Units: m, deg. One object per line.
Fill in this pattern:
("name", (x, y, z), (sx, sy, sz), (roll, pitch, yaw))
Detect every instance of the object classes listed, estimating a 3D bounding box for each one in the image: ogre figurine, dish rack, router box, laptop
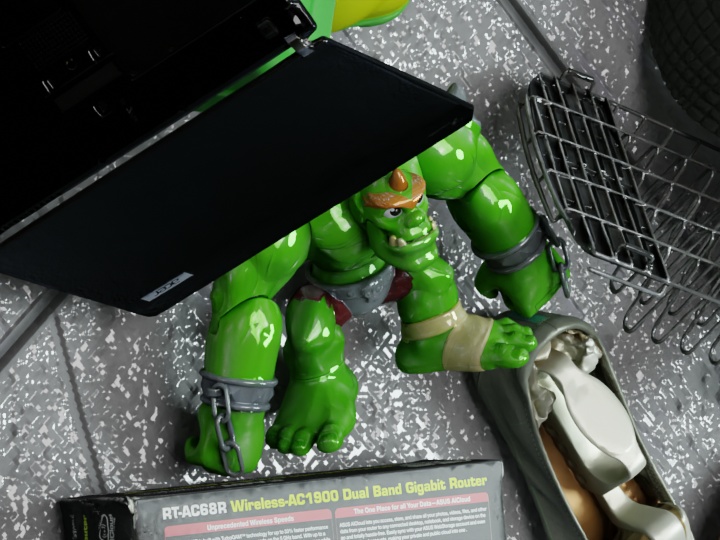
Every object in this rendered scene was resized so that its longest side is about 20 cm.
("ogre figurine", (0.000, 0.000, 1.290), (0.200, 0.098, 0.120), (-20, 113, -10))
("dish rack", (0.154, -0.012, 1.388), (0.200, 0.055, 0.154), (21, 32, -26))
("router box", (-0.026, 0.162, 1.269), (0.200, 0.062, 0.150), (-2, 88, -37))
("laptop", (-0.087, -0.084, 1.153), (0.200, 0.177, 0.103), (55, 24, -10))

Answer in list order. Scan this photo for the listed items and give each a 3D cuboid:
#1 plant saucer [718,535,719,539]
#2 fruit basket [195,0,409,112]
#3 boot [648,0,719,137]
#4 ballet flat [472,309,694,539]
("plant saucer", (0.248, 0.179, 1.476), (0.200, 0.037, 0.201), (4, 84, -42))
("fruit basket", (-0.056, -0.160, 1.258), (0.216, 0.155, 0.216), (6, 90, -78))
("boot", (0.226, -0.076, 1.440), (0.130, 0.068, 0.200), (11, 41, -40))
("ballet flat", (0.116, 0.107, 1.380), (0.067, 0.064, 0.200), (-38, 108, -28))
